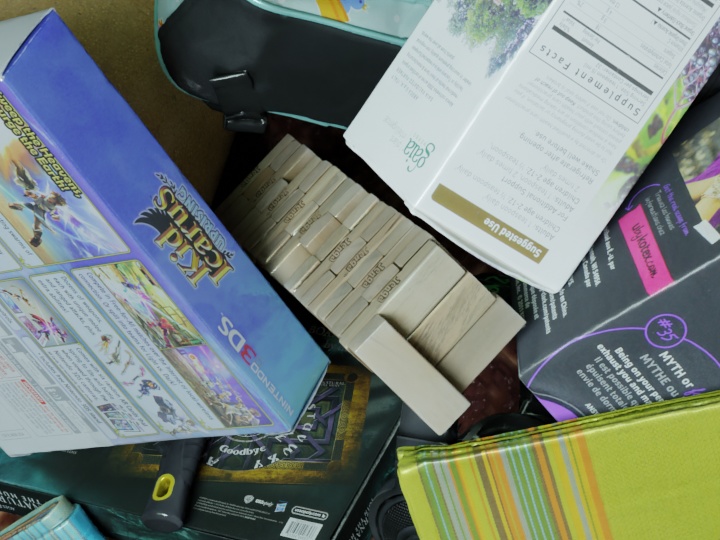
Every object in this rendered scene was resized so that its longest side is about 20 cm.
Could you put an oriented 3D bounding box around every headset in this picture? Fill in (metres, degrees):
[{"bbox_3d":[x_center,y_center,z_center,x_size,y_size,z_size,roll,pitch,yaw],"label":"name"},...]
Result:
[{"bbox_3d":[0.042,0.099,1.018,0.094,0.123,0.200,8,103,29],"label":"headset"}]

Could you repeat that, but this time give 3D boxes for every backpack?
[{"bbox_3d":[0.006,-0.168,1.019,0.153,0.176,0.200,129,144,-49],"label":"backpack"}]

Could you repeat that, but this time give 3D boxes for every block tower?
[{"bbox_3d":[0.000,0.000,0.976,0.058,0.054,0.200,-47,26,0],"label":"block tower"}]

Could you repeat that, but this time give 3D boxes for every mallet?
[{"bbox_3d":[-0.073,0.030,1.078,0.066,0.041,0.200,3,53,28],"label":"mallet"}]

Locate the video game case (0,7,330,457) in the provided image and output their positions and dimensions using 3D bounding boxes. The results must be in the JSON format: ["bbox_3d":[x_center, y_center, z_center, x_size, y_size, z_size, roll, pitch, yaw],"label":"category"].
[{"bbox_3d":[-0.137,-0.008,0.985,0.181,0.200,0.045,-7,41,42],"label":"video game case"}]

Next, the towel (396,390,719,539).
[{"bbox_3d":[0.119,0.082,0.924,0.200,0.086,0.018,-12,41,8],"label":"towel"}]

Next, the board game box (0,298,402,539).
[{"bbox_3d":[-0.069,0.067,1.083,0.200,0.028,0.135,10,52,30],"label":"board game box"}]

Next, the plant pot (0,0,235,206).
[{"bbox_3d":[-0.125,-0.097,1.080,0.186,0.186,0.200,10,52,28],"label":"plant pot"}]

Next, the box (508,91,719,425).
[{"bbox_3d":[0.171,0.000,0.939,0.200,0.122,0.106,-31,31,20],"label":"box"}]

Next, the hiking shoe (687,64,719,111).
[{"bbox_3d":[0.131,-0.101,1.016,0.101,0.076,0.200,35,101,23],"label":"hiking shoe"}]

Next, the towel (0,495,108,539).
[{"bbox_3d":[-0.127,0.211,1.088,0.147,0.022,0.200,-31,100,26],"label":"towel"}]

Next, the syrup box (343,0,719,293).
[{"bbox_3d":[0.088,-0.100,0.918,0.200,0.081,0.079,-57,30,9],"label":"syrup box"}]
